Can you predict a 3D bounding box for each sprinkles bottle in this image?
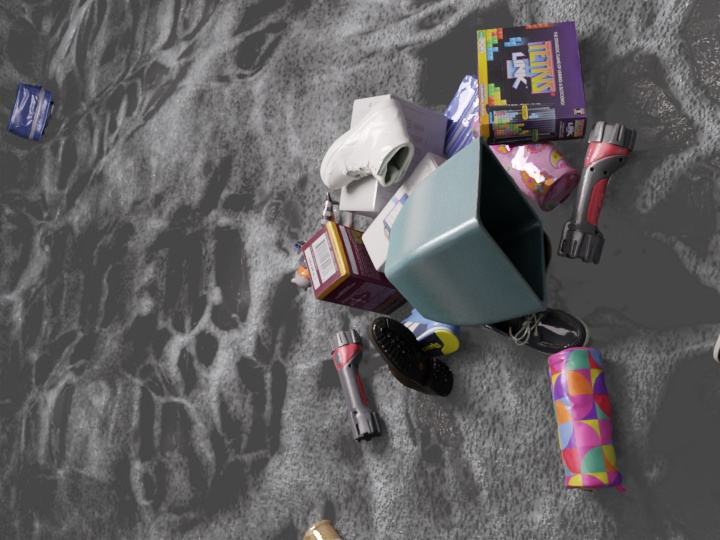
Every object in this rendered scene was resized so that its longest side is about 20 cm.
[{"bbox_3d":[-0.028,0.539,1.351,0.200,0.067,0.069,44,110,42],"label":"sprinkles bottle"}]

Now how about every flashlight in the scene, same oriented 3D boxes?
[{"bbox_3d":[0.358,-0.115,1.142,0.067,0.067,0.206,15,94,58],"label":"flashlight"},{"bbox_3d":[-0.006,0.214,1.422,0.066,0.068,0.204,-19,66,1],"label":"flashlight"}]

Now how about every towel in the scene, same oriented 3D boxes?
[{"bbox_3d":[0.215,-0.245,1.351,0.147,0.024,0.200,-58,47,18],"label":"towel"}]

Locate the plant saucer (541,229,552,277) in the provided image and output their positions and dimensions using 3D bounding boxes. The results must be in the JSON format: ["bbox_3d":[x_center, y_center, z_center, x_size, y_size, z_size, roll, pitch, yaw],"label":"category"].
[{"bbox_3d":[0.221,0.008,1.221,0.197,0.035,0.203,-28,35,21],"label":"plant saucer"}]

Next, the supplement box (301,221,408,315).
[{"bbox_3d":[0.000,0.000,1.372,0.085,0.197,0.113,-37,56,31],"label":"supplement box"}]

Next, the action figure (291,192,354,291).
[{"bbox_3d":[-0.089,-0.055,1.546,0.198,0.104,0.197,24,87,43],"label":"action figure"}]

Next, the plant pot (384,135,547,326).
[{"bbox_3d":[0.147,-0.033,1.149,0.197,0.196,0.199,-26,34,30],"label":"plant pot"}]

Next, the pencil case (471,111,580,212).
[{"bbox_3d":[0.264,-0.189,1.230,0.088,0.086,0.201,-51,58,21],"label":"pencil case"}]

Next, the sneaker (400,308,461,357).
[{"bbox_3d":[0.107,0.107,1.331,0.198,0.073,0.084,-19,44,48],"label":"sneaker"}]

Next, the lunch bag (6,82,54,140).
[{"bbox_3d":[-1.172,-0.571,2.722,0.135,0.130,0.205,22,96,60],"label":"lunch bag"}]

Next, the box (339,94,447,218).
[{"bbox_3d":[0.060,-0.196,1.383,0.105,0.150,0.206,8,88,51],"label":"box"}]

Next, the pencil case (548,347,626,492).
[{"bbox_3d":[0.321,0.214,1.088,0.087,0.087,0.206,-19,69,39],"label":"pencil case"}]

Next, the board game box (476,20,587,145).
[{"bbox_3d":[0.267,-0.298,1.208,0.160,0.057,0.205,-4,60,12],"label":"board game box"}]

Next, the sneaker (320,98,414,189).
[{"bbox_3d":[0.009,-0.176,1.268,0.200,0.072,0.118,-43,50,34],"label":"sneaker"}]

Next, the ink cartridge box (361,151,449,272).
[{"bbox_3d":[0.118,-0.082,1.304,0.201,0.143,0.089,-48,46,29],"label":"ink cartridge box"}]

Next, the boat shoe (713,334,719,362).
[{"bbox_3d":[0.523,0.048,0.941,0.201,0.073,0.061,-51,45,12],"label":"boat shoe"}]

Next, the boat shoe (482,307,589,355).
[{"bbox_3d":[0.261,0.081,1.192,0.198,0.061,0.077,21,92,45],"label":"boat shoe"}]

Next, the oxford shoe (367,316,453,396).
[{"bbox_3d":[0.067,0.151,1.275,0.083,0.200,0.074,-8,45,46],"label":"oxford shoe"}]
